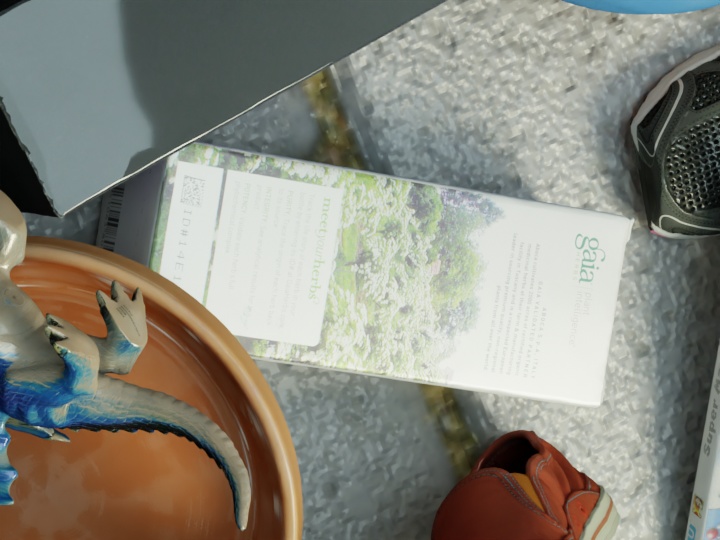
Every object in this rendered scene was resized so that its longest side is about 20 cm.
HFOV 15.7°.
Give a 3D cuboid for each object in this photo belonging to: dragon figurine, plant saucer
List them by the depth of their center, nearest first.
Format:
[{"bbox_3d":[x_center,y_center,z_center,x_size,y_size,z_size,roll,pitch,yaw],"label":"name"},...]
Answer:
[{"bbox_3d":[-0.126,0.041,0.910,0.200,0.059,0.099,36,120,3],"label":"dragon figurine"},{"bbox_3d":[-0.119,0.084,0.973,0.200,0.032,0.200,3,106,11],"label":"plant saucer"}]

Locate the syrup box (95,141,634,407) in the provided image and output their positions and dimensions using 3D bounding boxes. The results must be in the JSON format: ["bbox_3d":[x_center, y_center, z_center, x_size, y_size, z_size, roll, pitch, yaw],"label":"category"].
[{"bbox_3d":[0.000,0.000,1.037,0.200,0.081,0.079,9,91,-22],"label":"syrup box"}]

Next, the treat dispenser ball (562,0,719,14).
[{"bbox_3d":[0.111,-0.199,1.011,0.201,0.201,0.201,-1,92,-22],"label":"treat dispenser ball"}]

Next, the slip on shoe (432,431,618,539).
[{"bbox_3d":[0.053,0.111,1.008,0.074,0.200,0.061,-41,91,18],"label":"slip on shoe"}]

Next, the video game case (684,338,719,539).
[{"bbox_3d":[0.216,0.054,1.126,0.143,0.018,0.200,-1,110,-22],"label":"video game case"}]

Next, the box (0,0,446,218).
[{"bbox_3d":[-0.064,-0.100,0.977,0.200,0.141,0.079,-31,102,-18],"label":"box"}]

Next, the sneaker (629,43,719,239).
[{"bbox_3d":[0.209,-0.074,1.116,0.200,0.086,0.080,-25,99,-19],"label":"sneaker"}]
